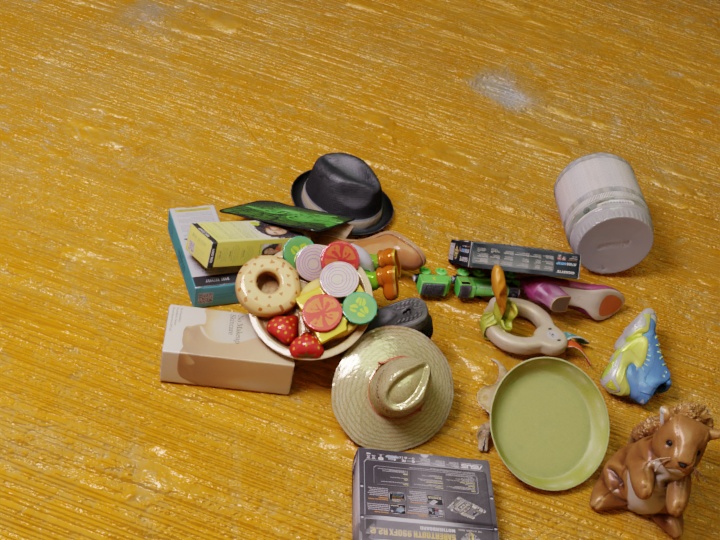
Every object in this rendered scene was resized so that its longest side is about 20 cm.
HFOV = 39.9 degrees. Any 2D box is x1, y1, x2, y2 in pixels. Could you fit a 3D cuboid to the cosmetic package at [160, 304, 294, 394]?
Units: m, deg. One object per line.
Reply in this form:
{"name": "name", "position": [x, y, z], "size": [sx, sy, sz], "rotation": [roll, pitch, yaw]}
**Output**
{"name": "cosmetic package", "position": [-0.201, 0.121, 1.523], "size": [0.200, 0.071, 0.105], "rotation": [6, 43, -9]}

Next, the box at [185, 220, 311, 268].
{"name": "box", "position": [-0.185, -0.047, 1.649], "size": [0.200, 0.050, 0.075], "rotation": [-6, 31, -41]}

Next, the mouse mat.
{"name": "mouse mat", "position": [-0.127, -0.098, 1.741], "size": [0.200, 0.008, 0.161], "rotation": [13, 16, 21]}

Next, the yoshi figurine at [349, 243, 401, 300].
{"name": "yoshi figurine", "position": [-0.035, 0.026, 1.606], "size": [0.200, 0.112, 0.112], "rotation": [-4, 76, 9]}

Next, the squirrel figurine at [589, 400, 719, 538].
{"name": "squirrel figurine", "position": [0.450, 0.262, 1.461], "size": [0.141, 0.187, 0.200], "rotation": [23, 43, 10]}

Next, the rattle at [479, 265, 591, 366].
{"name": "rattle", "position": [0.310, 0.073, 1.669], "size": [0.200, 0.143, 0.130], "rotation": [20, 24, 15]}

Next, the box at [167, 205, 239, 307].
{"name": "box", "position": [-0.266, -0.027, 1.681], "size": [0.082, 0.049, 0.200], "rotation": [-6, 46, -21]}

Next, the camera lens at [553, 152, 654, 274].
{"name": "camera lens", "position": [0.461, -0.114, 1.886], "size": [0.160, 0.160, 0.200], "rotation": [6, 43, -9]}

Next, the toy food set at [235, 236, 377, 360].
{"name": "toy food set", "position": [-0.076, 0.040, 1.509], "size": [0.198, 0.049, 0.200], "rotation": [-28, 68, -14]}

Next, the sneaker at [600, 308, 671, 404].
{"name": "sneaker", "position": [0.482, 0.154, 1.683], "size": [0.105, 0.076, 0.200], "rotation": [36, 53, 6]}

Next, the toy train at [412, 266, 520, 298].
{"name": "toy train", "position": [0.191, 0.025, 1.749], "size": [0.200, 0.042, 0.056], "rotation": [3, 32, -12]}

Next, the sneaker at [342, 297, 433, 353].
{"name": "sneaker", "position": [0.024, 0.113, 1.602], "size": [0.199, 0.114, 0.076], "rotation": [-15, 48, 10]}

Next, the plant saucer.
{"name": "plant saucer", "position": [0.283, 0.233, 1.507], "size": [0.200, 0.031, 0.200], "rotation": [4, 75, -16]}

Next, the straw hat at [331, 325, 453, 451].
{"name": "straw hat", "position": [0.062, 0.172, 1.465], "size": [0.201, 0.085, 0.202], "rotation": [4, 76, -15]}

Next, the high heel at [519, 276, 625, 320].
{"name": "high heel", "position": [0.380, 0.041, 1.770], "size": [0.200, 0.067, 0.096], "rotation": [-3, 29, -32]}

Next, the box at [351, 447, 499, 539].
{"name": "box", "position": [0.089, 0.334, 1.391], "size": [0.200, 0.048, 0.159], "rotation": [6, 43, -8]}

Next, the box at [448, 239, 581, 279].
{"name": "box", "position": [0.270, -0.022, 1.755], "size": [0.200, 0.046, 0.159], "rotation": [6, 3, -8]}

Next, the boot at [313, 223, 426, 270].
{"name": "boot", "position": [0.000, 0.000, 1.708], "size": [0.200, 0.074, 0.155], "rotation": [14, 48, 17]}

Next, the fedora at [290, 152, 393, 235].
{"name": "fedora", "position": [-0.029, -0.155, 1.848], "size": [0.200, 0.092, 0.201], "rotation": [7, 43, -7]}

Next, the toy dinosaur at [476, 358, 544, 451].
{"name": "toy dinosaur", "position": [0.235, 0.202, 1.565], "size": [0.101, 0.058, 0.200], "rotation": [17, 42, 5]}
